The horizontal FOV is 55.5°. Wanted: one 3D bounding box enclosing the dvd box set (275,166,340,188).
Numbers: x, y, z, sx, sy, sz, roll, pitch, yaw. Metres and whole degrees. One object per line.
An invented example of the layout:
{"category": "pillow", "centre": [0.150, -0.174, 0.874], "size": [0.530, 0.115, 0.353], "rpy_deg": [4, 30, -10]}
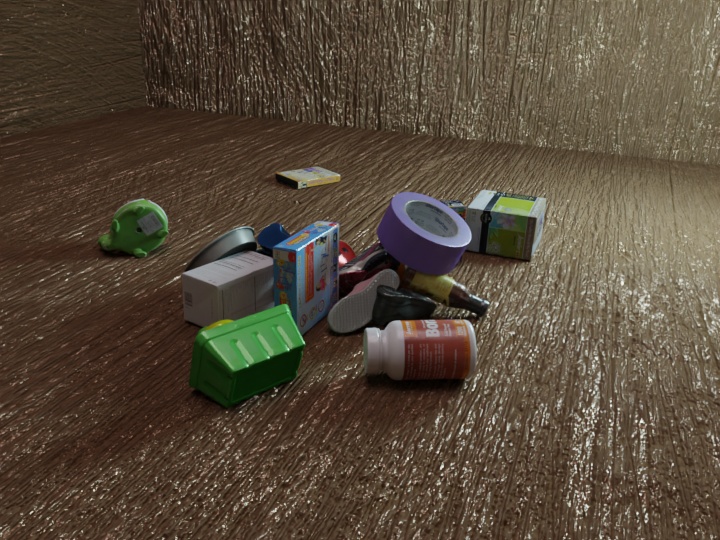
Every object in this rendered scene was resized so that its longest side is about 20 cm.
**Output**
{"category": "dvd box set", "centre": [-0.197, -0.349, 2.563], "size": [0.200, 0.029, 0.146], "rpy_deg": [-17, 29, -39]}

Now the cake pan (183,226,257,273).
{"category": "cake pan", "centre": [-0.321, -0.024, 1.598], "size": [0.037, 0.200, 0.200], "rpy_deg": [50, 39, 11]}

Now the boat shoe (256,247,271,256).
{"category": "boat shoe", "centre": [-0.187, -0.027, 1.669], "size": [0.200, 0.068, 0.075], "rpy_deg": [-9, 58, 25]}

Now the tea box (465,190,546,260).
{"category": "tea box", "centre": [0.418, -0.135, 1.967], "size": [0.196, 0.134, 0.200], "rpy_deg": [10, 24, 20]}

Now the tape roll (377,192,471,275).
{"category": "tape roll", "centre": [0.144, -0.086, 1.554], "size": [0.200, 0.085, 0.200], "rpy_deg": [19, 34, -13]}

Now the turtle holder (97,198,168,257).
{"category": "turtle holder", "centre": [-0.604, -0.108, 1.841], "size": [0.141, 0.186, 0.132], "rpy_deg": [28, 12, -25]}

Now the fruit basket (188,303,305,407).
{"category": "fruit basket", "centre": [-0.231, 0.137, 1.262], "size": [0.215, 0.156, 0.216], "rpy_deg": [11, 35, -8]}

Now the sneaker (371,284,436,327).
{"category": "sneaker", "centre": [0.089, 0.086, 1.485], "size": [0.076, 0.091, 0.200], "rpy_deg": [28, 11, 41]}

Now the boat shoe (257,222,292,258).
{"category": "boat shoe", "centre": [-0.187, -0.051, 1.591], "size": [0.084, 0.069, 0.200], "rpy_deg": [-40, 29, -1]}

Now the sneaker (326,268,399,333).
{"category": "sneaker", "centre": [-0.004, 0.078, 1.515], "size": [0.200, 0.075, 0.105], "rpy_deg": [-40, 2, -27]}

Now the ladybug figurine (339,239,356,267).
{"category": "ladybug figurine", "centre": [-0.082, -0.026, 1.741], "size": [0.136, 0.072, 0.200], "rpy_deg": [12, 25, 22]}

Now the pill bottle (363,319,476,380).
{"category": "pill bottle", "centre": [0.108, 0.149, 1.282], "size": [0.200, 0.112, 0.112], "rpy_deg": [0, 23, -6]}

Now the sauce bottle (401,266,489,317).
{"category": "sauce bottle", "centre": [0.191, 0.046, 1.539], "size": [0.200, 0.066, 0.066], "rpy_deg": [26, 24, 0]}

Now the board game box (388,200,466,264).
{"category": "board game box", "centre": [0.173, -0.096, 1.808], "size": [0.200, 0.166, 0.057], "rpy_deg": [-3, 24, -13]}

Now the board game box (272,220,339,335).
{"category": "board game box", "centre": [-0.112, 0.016, 1.471], "size": [0.056, 0.200, 0.196], "rpy_deg": [11, 23, 22]}

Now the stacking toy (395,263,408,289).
{"category": "stacking toy", "centre": [0.070, -0.006, 1.672], "size": [0.200, 0.146, 0.146], "rpy_deg": [-4, 17, 30]}

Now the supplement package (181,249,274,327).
{"category": "supplement package", "centre": [-0.278, 0.042, 1.506], "size": [0.109, 0.114, 0.200], "rpy_deg": [17, 25, 31]}

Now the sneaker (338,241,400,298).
{"category": "sneaker", "centre": [0.000, 0.000, 1.602], "size": [0.200, 0.081, 0.075], "rpy_deg": [-26, 37, 8]}
